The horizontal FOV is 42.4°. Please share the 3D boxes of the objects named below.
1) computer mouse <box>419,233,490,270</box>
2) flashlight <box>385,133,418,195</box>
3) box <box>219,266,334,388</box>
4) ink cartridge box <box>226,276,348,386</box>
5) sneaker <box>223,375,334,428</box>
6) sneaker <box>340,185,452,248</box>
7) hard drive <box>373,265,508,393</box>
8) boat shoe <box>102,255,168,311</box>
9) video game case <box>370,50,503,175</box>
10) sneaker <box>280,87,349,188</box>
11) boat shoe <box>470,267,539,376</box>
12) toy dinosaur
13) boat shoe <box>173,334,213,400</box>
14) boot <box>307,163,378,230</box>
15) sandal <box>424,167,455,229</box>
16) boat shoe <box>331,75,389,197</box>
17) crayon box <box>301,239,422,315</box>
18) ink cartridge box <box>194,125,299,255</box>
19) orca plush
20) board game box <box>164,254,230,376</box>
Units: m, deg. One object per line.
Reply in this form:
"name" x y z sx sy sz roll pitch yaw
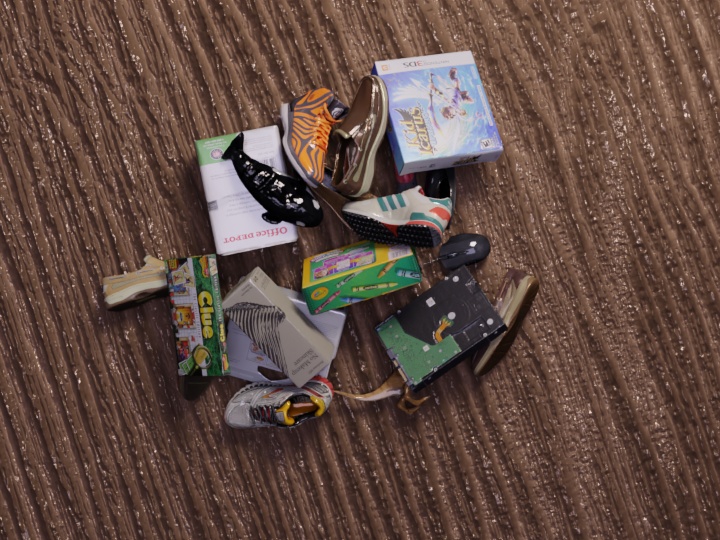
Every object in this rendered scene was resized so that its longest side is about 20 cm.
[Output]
"computer mouse" 0.136 -0.020 1.649 0.198 0.034 0.059 -18 93 1
"flashlight" 0.075 -0.178 1.614 0.067 0.067 0.202 -9 92 -36
"box" -0.140 0.097 1.583 0.082 0.068 0.200 -41 100 17
"ink cartridge box" -0.138 0.121 1.649 0.198 0.044 0.175 16 110 -1
"sneaker" -0.147 0.236 1.622 0.198 0.082 0.078 -16 107 10
"sneaker" 0.065 -0.098 1.560 0.198 0.071 0.094 10 55 34
"hard drive" 0.138 0.102 1.618 0.199 0.038 0.140 -35 60 3
"boat shoe" -0.361 0.008 1.633 0.198 0.072 0.077 -17 77 -1
"video game case" 0.128 -0.271 1.577 0.180 0.046 0.202 -10 70 -14
"sneaker" -0.070 -0.238 1.564 0.111 0.077 0.201 -29 53 19
"boat shoe" 0.240 0.089 1.646 0.072 0.072 0.201 31 101 28
"toy dinosaur" 0.066 0.206 1.655 0.199 0.060 0.107 -34 73 -7
"boat shoe" -0.292 0.127 1.640 0.068 0.072 0.202 26 109 39
"boot" -0.014 -0.118 1.623 0.199 0.075 0.074 36 87 -5
"sandal" 0.137 -0.171 1.625 0.047 0.075 0.203 0 83 -7
"boat shoe" -0.006 -0.225 1.536 0.074 0.074 0.204 6 92 -42
"crayon box" 0.000 0.000 1.593 0.198 0.119 0.059 -17 114 6
"ink cartridge box" -0.194 -0.137 1.615 0.145 0.084 0.202 -10 93 -2
"orca plush" -0.140 -0.146 1.539 0.105 0.071 0.201 -37 95 -5
"board game box" -0.275 0.077 1.561 0.104 0.023 0.202 -5 94 30
